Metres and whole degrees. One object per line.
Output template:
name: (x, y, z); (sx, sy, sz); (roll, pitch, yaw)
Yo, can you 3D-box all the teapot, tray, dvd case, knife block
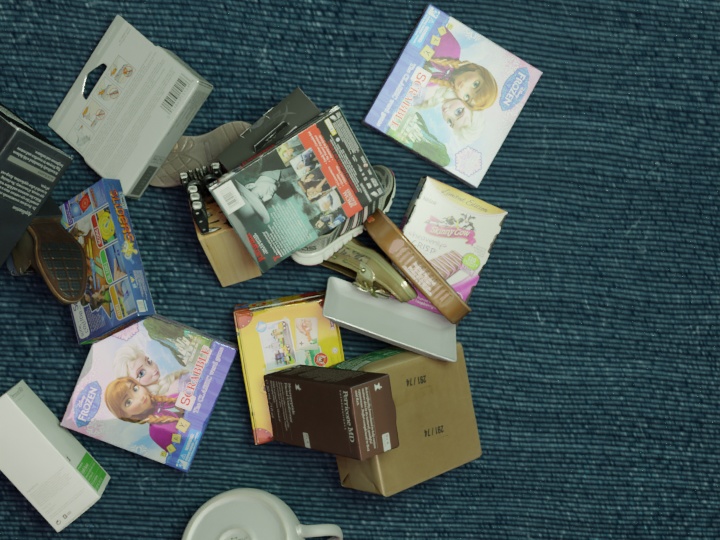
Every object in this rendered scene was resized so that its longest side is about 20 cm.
teapot: (-0.158, 0.422, 1.477); (0.200, 0.146, 0.198); (22, 70, 25)
tray: (0.041, 0.074, 1.427); (0.200, 0.107, 0.022); (20, 121, -7)
dvd case: (-0.082, -0.106, 1.322); (0.200, 0.022, 0.146); (-34, 120, -6)
knife block: (-0.193, -0.055, 1.395); (0.064, 0.176, 0.200); (-17, 108, -2)

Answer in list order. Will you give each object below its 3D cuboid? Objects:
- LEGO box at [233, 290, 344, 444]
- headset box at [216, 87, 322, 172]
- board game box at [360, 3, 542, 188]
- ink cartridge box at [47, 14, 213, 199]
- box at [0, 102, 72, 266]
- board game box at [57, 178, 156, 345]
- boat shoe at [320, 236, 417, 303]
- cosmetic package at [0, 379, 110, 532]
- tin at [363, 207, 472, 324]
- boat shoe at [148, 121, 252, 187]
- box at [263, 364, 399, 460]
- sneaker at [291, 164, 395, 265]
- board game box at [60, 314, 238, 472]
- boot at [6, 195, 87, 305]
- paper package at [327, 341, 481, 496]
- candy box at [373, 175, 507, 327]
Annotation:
LEGO box: (-0.099, 0.142, 1.486); (0.149, 0.077, 0.200); (-9, 96, -5)
headset box: (-0.099, -0.151, 1.395); (0.149, 0.200, 0.075); (-40, 67, -1)
board game box: (0.135, -0.257, 1.490); (0.199, 0.041, 0.200); (29, 92, -7)
ink cartridge box: (-0.330, -0.232, 1.427); (0.174, 0.044, 0.200); (41, 103, 19)
box: (-0.533, -0.133, 1.357); (0.197, 0.117, 0.200); (35, 91, 28)
board game box: (-0.366, -0.011, 1.404); (0.135, 0.034, 0.200); (-23, 78, 34)
boat shoe: (0.000, 0.000, 1.442); (0.063, 0.200, 0.073); (-50, 140, -7)
cosmetic package: (-0.464, 0.266, 1.448); (0.085, 0.108, 0.200); (-39, 99, -1)
tin: (0.079, -0.004, 1.406); (0.042, 0.112, 0.200); (-43, 104, 0)
boat shoe: (-0.227, -0.160, 1.447); (0.200, 0.072, 0.076); (-9, 84, 17)
box: (-0.043, 0.188, 1.356); (0.075, 0.200, 0.100); (-14, 98, -40)
sneaker: (-0.025, -0.094, 1.416); (0.200, 0.087, 0.074); (-41, 55, -22)
board game box: (-0.309, 0.168, 1.478); (0.199, 0.041, 0.200); (21, 92, -7)
boot: (-0.440, -0.011, 1.399); (0.075, 0.200, 0.097); (1, 138, -41)
paper package: (0.062, 0.207, 1.456); (0.200, 0.103, 0.191); (-15, 97, -36)
candy box: (0.116, -0.024, 1.500); (0.136, 0.061, 0.200); (23, 92, -7)
